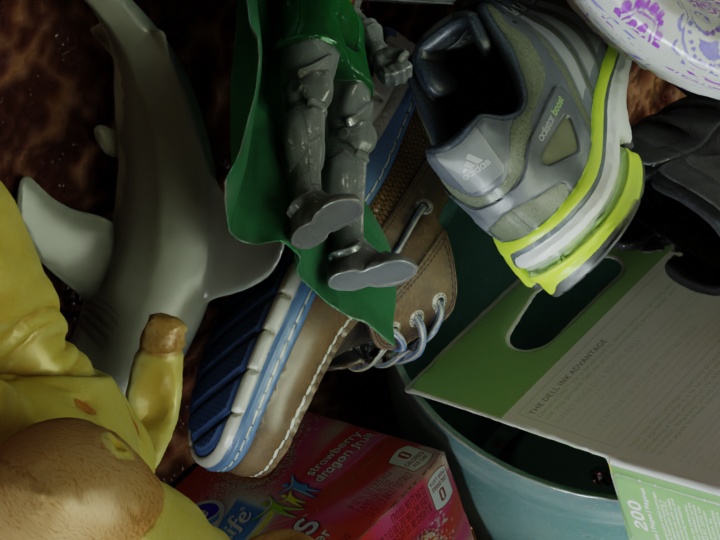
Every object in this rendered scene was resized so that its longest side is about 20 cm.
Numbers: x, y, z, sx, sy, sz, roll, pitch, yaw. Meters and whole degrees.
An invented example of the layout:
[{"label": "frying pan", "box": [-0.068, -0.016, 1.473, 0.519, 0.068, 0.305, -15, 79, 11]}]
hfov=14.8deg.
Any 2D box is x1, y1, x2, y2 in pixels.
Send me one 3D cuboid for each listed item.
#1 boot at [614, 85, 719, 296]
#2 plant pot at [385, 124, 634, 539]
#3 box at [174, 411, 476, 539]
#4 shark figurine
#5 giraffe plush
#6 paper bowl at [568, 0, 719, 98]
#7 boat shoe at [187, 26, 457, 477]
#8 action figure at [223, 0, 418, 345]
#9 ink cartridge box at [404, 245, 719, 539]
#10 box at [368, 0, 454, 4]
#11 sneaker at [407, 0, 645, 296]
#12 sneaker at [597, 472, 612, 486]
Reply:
[{"label": "boot", "box": [0.136, -0.062, 1.113, 0.132, 0.200, 0.070, -20, 116, -19]}, {"label": "plant pot", "box": [0.104, 0.057, 1.154, 0.200, 0.200, 0.134, -41, 151, -32]}, {"label": "box", "box": [-0.050, 0.151, 1.061, 0.200, 0.100, 0.096, -42, 129, -32]}, {"label": "shark figurine", "box": [-0.068, -0.034, 1.003, 0.128, 0.089, 0.215, -24, 120, -43]}, {"label": "giraffe plush", "box": [-0.109, 0.084, 0.898, 0.200, 0.162, 0.173, 30, 98, -40]}, {"label": "paper bowl", "box": [0.157, -0.162, 1.043, 0.200, 0.104, 0.201, 0, 89, -7]}, {"label": "boat shoe", "box": [0.000, 0.000, 1.058, 0.072, 0.072, 0.200, 32, 62, -15]}, {"label": "action figure", "box": [-0.016, -0.085, 1.007, 0.118, 0.055, 0.200, 50, 26, -50]}, {"label": "ink cartridge box", "box": [0.138, 0.043, 1.050, 0.146, 0.200, 0.048, -42, 128, -32]}, {"label": "box", "box": [-0.050, -0.190, 0.895, 0.193, 0.048, 0.200, 1, 100, -25]}, {"label": "sneaker", "box": [0.059, -0.083, 1.063, 0.081, 0.074, 0.200, 40, 27, -29]}, {"label": "sneaker", "box": [0.135, 0.087, 1.279, 0.086, 0.080, 0.200, 10, 85, -36]}]
